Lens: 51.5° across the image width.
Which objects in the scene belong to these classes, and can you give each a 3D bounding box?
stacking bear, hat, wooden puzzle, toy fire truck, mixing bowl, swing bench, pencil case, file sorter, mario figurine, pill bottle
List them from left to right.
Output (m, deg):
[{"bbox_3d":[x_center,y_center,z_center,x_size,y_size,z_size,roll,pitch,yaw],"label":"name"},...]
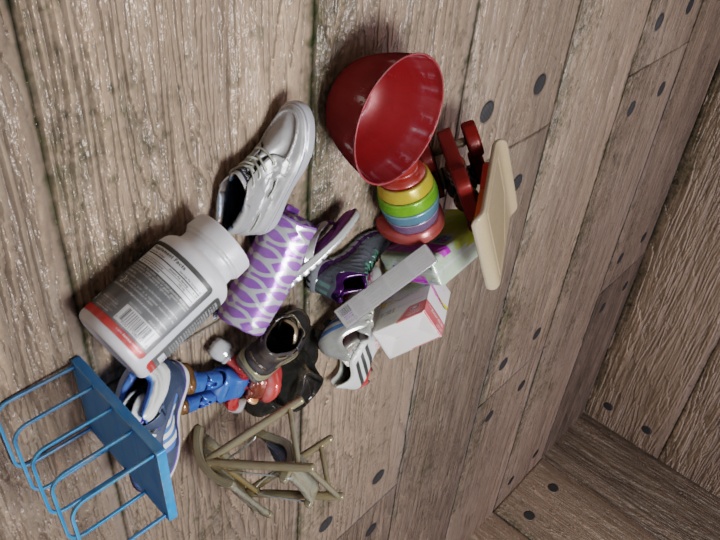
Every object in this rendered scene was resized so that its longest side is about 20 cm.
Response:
[{"bbox_3d":[-0.338,0.235,0.920,0.123,0.200,0.139,-31,141,-34],"label":"file sorter"},{"bbox_3d":[-0.244,0.029,0.950,0.200,0.116,0.116,-46,148,-20],"label":"pill bottle"},{"bbox_3d":[-0.215,0.172,1.193,0.200,0.106,0.123,0,156,-45],"label":"mario figurine"},{"bbox_3d":[-0.139,0.002,1.119,0.200,0.084,0.086,-60,-172,8],"label":"pencil case"},{"bbox_3d":[-0.154,0.332,1.273,0.200,0.130,0.199,-17,146,6],"label":"swing bench"},{"bbox_3d":[-0.118,0.195,1.327,0.200,0.081,0.201,-35,143,-32],"label":"hat"},{"bbox_3d":[0.020,-0.238,1.102,0.200,0.108,0.200,-37,144,-33],"label":"mixing bowl"},{"bbox_3d":[0.073,-0.148,1.268,0.121,0.114,0.200,-31,136,-10],"label":"stacking bear"},{"bbox_3d":[0.177,-0.154,1.326,0.112,0.168,0.200,-17,147,8],"label":"toy fire truck"},{"bbox_3d":[0.228,-0.096,1.292,0.185,0.037,0.200,67,35,-46],"label":"wooden puzzle"}]

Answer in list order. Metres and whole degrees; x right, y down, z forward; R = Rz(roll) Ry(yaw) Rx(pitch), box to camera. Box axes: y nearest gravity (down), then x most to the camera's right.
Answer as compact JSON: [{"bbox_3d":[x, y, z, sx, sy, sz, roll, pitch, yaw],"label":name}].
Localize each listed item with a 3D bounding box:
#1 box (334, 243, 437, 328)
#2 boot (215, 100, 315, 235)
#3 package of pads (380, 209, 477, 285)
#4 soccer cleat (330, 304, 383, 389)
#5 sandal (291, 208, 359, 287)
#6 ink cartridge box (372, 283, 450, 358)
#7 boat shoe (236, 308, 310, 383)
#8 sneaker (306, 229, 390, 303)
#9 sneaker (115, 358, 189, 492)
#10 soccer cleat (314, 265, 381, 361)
[{"bbox_3d":[0.044,0.027,1.305,0.200,0.041,0.039,-38,177,6],"label":"box"},{"bbox_3d":[-0.131,-0.134,1.006,0.096,0.073,0.200,-15,131,-59],"label":"boot"},{"bbox_3d":[0.152,-0.048,1.433,0.200,0.154,0.068,-37,115,-32],"label":"package of pads"},{"bbox_3d":[-0.003,0.149,1.474,0.085,0.069,0.200,-2,118,-39],"label":"soccer cleat"},{"bbox_3d":[-0.079,-0.038,1.194,0.203,0.082,0.050,-46,106,-16],"label":"sandal"},{"bbox_3d":[0.103,0.069,1.425,0.068,0.116,0.200,55,27,-18],"label":"ink cartridge box"},{"bbox_3d":[-0.120,0.110,1.195,0.073,0.075,0.200,-38,-174,28],"label":"boat shoe"},{"bbox_3d":[0.000,0.000,1.314,0.200,0.087,0.075,-34,143,-35],"label":"sneaker"},{"bbox_3d":[-0.302,0.215,1.020,0.146,0.080,0.201,28,74,-78],"label":"sneaker"},{"bbox_3d":[0.000,0.082,1.379,0.200,0.086,0.070,-56,151,-21],"label":"soccer cleat"}]
